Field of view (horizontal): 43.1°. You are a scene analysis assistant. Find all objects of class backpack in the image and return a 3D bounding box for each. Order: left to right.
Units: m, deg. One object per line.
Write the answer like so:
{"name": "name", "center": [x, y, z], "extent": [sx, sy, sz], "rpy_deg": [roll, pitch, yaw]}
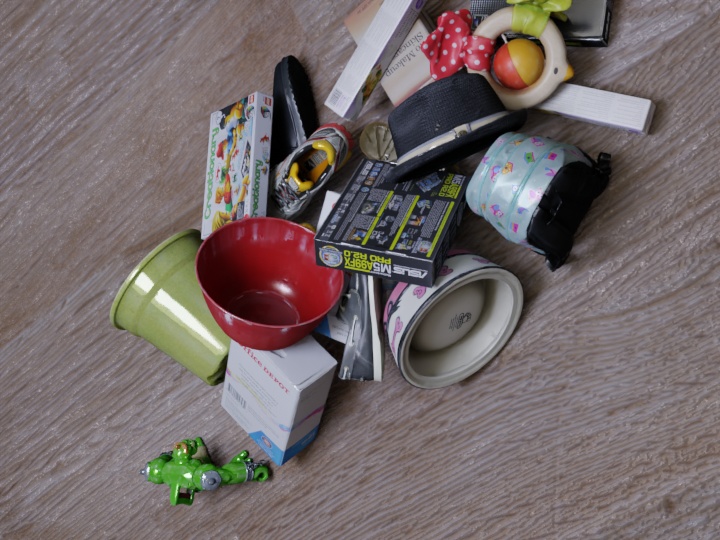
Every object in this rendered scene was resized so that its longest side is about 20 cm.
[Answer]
{"name": "backpack", "center": [0.222, -0.095, 1.153], "extent": [0.126, 0.199, 0.169], "rpy_deg": [26, 100, 25]}

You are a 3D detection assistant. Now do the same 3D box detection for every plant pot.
{"name": "plant pot", "center": [-0.252, 0.072, 1.413], "extent": [0.184, 0.200, 0.201], "rpy_deg": [41, 106, 11]}

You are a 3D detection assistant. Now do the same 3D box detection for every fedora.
{"name": "fedora", "center": [0.107, -0.188, 1.156], "extent": [0.199, 0.200, 0.093], "rpy_deg": [-24, 87, 24]}

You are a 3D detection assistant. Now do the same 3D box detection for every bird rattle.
{"name": "bird rattle", "center": [0.186, -0.284, 1.171], "extent": [0.199, 0.113, 0.164], "rpy_deg": [-29, 97, 11]}

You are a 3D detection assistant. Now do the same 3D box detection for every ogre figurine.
{"name": "ogre figurine", "center": [-0.254, 0.315, 1.429], "extent": [0.198, 0.120, 0.099], "rpy_deg": [22, 98, 26]}

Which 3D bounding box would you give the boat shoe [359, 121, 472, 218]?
{"name": "boat shoe", "center": [0.088, -0.143, 1.312], "extent": [0.200, 0.063, 0.074], "rpy_deg": [34, 99, 18]}

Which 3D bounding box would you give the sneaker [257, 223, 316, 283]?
{"name": "sneaker", "center": [-0.145, -0.011, 1.349], "extent": [0.199, 0.082, 0.078], "rpy_deg": [-37, 79, -20]}

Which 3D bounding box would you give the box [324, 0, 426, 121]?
{"name": "box", "center": [0.021, -0.302, 1.257], "extent": [0.041, 0.039, 0.201], "rpy_deg": [38, 105, 23]}

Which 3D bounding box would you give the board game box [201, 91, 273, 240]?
{"name": "board game box", "center": [-0.183, -0.151, 1.350], "extent": [0.125, 0.034, 0.203], "rpy_deg": [-13, 70, 47]}

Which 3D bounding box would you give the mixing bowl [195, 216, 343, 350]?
{"name": "mixing bowl", "center": [-0.128, 0.034, 1.242], "extent": [0.200, 0.199, 0.109], "rpy_deg": [40, 140, 22]}

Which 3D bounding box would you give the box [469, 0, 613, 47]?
{"name": "box", "center": [0.251, -0.409, 1.236], "extent": [0.191, 0.047, 0.203], "rpy_deg": [10, 93, 29]}

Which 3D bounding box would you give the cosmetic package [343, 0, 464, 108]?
{"name": "cosmetic package", "center": [0.073, -0.300, 1.301], "extent": [0.103, 0.087, 0.201], "rpy_deg": [-37, 72, 20]}

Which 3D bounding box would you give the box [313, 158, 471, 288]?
{"name": "box", "center": [0.046, -0.067, 1.194], "extent": [0.158, 0.201, 0.045], "rpy_deg": [11, 131, 15]}

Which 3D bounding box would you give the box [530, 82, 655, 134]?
{"name": "box", "center": [0.285, -0.222, 1.206], "extent": [0.198, 0.039, 0.042], "rpy_deg": [18, 96, 27]}

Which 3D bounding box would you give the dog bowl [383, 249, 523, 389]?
{"name": "dog bowl", "center": [0.117, 0.059, 1.213], "extent": [0.201, 0.199, 0.074], "rpy_deg": [-55, 47, 15]}

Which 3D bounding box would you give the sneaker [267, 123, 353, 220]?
{"name": "sneaker", "center": [-0.097, -0.132, 1.325], "extent": [0.078, 0.082, 0.200], "rpy_deg": [42, 117, -3]}

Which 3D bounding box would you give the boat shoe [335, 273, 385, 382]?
{"name": "boat shoe", "center": [-0.003, 0.048, 1.223], "extent": [0.067, 0.072, 0.203], "rpy_deg": [-1, 91, 11]}

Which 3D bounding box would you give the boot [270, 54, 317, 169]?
{"name": "boot", "center": [-0.151, -0.216, 1.420], "extent": [0.166, 0.076, 0.203], "rpy_deg": [-13, 88, 22]}

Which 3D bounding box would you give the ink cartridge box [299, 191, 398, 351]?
{"name": "ink cartridge box", "center": [0.000, 0.000, 1.320], "extent": [0.143, 0.084, 0.202], "rpy_deg": [19, 96, 25]}

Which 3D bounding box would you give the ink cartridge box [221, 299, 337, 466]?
{"name": "ink cartridge box", "center": [-0.123, 0.166, 1.335], "extent": [0.144, 0.084, 0.201], "rpy_deg": [42, 142, 22]}
